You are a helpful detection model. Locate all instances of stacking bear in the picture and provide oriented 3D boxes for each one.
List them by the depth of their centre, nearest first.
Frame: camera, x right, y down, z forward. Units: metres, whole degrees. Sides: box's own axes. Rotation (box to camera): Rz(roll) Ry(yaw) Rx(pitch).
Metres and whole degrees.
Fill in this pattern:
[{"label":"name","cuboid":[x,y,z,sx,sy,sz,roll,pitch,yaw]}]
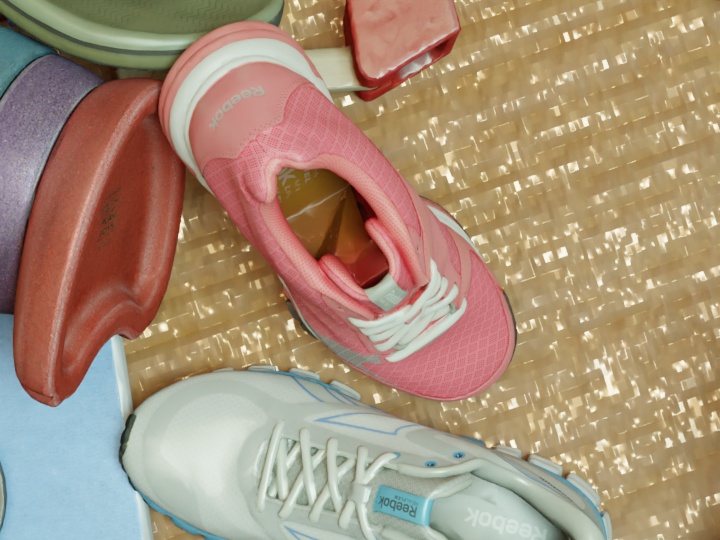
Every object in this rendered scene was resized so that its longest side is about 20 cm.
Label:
[{"label":"stacking bear","cuboid":[-0.175,-0.044,0.851,0.198,0.121,0.115,17,111,12]}]

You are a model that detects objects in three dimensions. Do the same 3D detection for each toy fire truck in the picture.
[{"label":"toy fire truck","cuboid":[-0.074,-0.118,0.900,0.198,0.049,0.142,-19,86,-4]}]

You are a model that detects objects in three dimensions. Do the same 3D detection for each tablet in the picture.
[{"label":"tablet","cuboid":[-0.158,0.037,0.903,0.129,0.014,0.202,-9,85,-3]}]

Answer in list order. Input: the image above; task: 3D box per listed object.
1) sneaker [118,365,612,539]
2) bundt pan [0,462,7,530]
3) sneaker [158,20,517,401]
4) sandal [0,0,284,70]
[{"label":"sneaker","cuboid":[0.005,0.081,0.871,0.198,0.087,0.076,12,86,0]},{"label":"bundt pan","cuboid":[-0.237,0.101,0.855,0.200,0.076,0.204,0,85,4]},{"label":"sneaker","cuboid":[0.000,0.000,0.838,0.074,0.087,0.200,-40,129,5]},{"label":"sandal","cuboid":[-0.119,-0.136,0.830,0.200,0.080,0.058,30,128,1]}]
